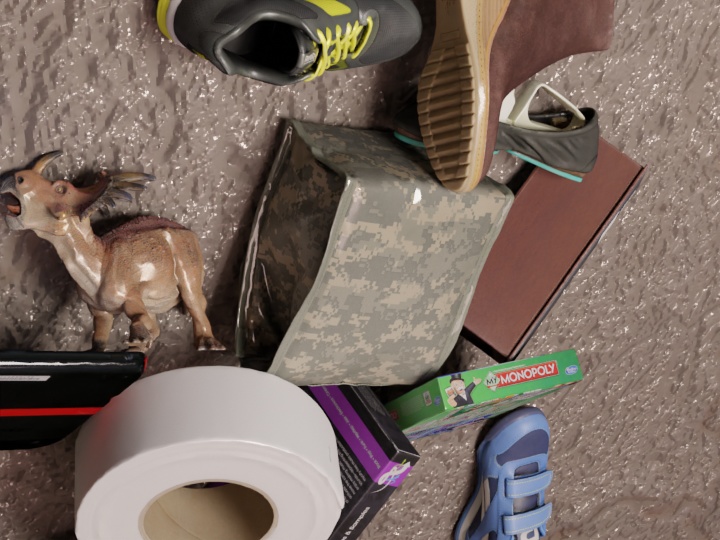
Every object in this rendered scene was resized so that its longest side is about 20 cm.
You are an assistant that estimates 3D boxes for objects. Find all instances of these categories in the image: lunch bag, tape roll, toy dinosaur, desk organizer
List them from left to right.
[{"bbox_3d":[-0.156,-0.010,1.062,0.085,0.137,0.200,-7,172,28],"label":"toy dinosaur"},{"bbox_3d":[-0.116,0.162,1.131,0.200,0.071,0.203,-5,136,-5],"label":"tape roll"},{"bbox_3d":[0.000,0.000,1.141,0.163,0.118,0.201,2,119,-36],"label":"lunch bag"},{"bbox_3d":[0.150,-0.022,1.250,0.201,0.077,0.072,-53,171,-6],"label":"desk organizer"}]

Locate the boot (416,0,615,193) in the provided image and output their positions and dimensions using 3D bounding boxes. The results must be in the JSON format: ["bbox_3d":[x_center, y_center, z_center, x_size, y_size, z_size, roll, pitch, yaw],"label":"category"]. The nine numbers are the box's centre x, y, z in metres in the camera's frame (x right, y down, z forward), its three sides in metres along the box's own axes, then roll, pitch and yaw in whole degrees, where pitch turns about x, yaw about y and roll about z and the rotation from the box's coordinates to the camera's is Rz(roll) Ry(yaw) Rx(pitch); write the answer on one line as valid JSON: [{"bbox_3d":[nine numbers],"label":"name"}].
[{"bbox_3d":[0.125,-0.160,1.085,0.165,0.072,0.202,-5,100,-35],"label":"boot"}]

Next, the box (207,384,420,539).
[{"bbox_3d":[-0.051,0.179,1.235,0.036,0.143,0.200,23,111,-45],"label":"box"}]

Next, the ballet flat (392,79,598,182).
[{"bbox_3d":[0.110,-0.119,1.156,0.199,0.068,0.069,7,110,-40],"label":"ballet flat"}]

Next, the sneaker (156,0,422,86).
[{"bbox_3d":[-0.037,-0.155,1.011,0.198,0.085,0.075,-5,128,-31],"label":"sneaker"}]

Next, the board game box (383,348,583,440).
[{"bbox_3d":[0.081,0.114,1.268,0.134,0.029,0.200,-9,167,-27],"label":"board game box"}]

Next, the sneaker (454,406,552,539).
[{"bbox_3d":[0.152,0.221,1.450,0.073,0.082,0.201,-9,127,-26],"label":"sneaker"}]

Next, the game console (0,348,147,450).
[{"bbox_3d":[-0.270,0.087,1.033,0.199,0.031,0.177,2,154,-35],"label":"game console"}]
